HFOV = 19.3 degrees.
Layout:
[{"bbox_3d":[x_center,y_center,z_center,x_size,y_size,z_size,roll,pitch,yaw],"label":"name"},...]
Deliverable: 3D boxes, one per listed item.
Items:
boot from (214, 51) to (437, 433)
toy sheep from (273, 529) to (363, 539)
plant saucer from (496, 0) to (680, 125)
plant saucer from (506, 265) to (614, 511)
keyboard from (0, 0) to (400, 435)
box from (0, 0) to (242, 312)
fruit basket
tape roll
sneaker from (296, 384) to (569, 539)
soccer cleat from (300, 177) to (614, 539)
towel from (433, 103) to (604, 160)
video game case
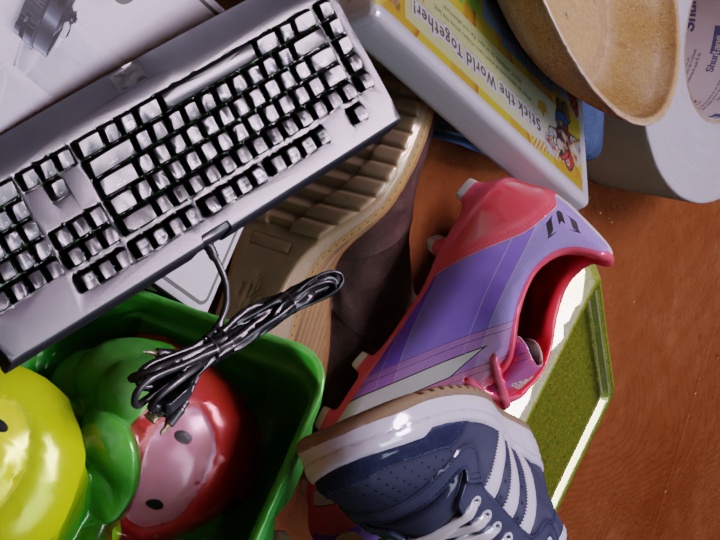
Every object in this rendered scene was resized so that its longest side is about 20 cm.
[{"bbox_3d":[0.000,0.000,1.013,0.200,0.072,0.166,-62,153,-1],"label":"boot"},{"bbox_3d":[-0.038,0.200,0.949,0.138,0.200,0.138,31,39,-29],"label":"toy sheep"},{"bbox_3d":[0.097,-0.162,1.007,0.200,0.035,0.201,35,47,-51],"label":"plant saucer"},{"bbox_3d":[0.083,0.084,1.131,0.200,0.048,0.200,-61,158,-22],"label":"plant saucer"},{"bbox_3d":[-0.060,-0.021,0.805,0.200,0.021,0.127,-34,105,-30],"label":"keyboard"},{"bbox_3d":[-0.113,-0.075,0.838,0.200,0.060,0.117,42,67,-52],"label":"box"},{"bbox_3d":[-0.119,0.096,0.827,0.216,0.155,0.216,18,90,-72],"label":"fruit basket"},{"bbox_3d":[0.186,-0.142,1.233,0.200,0.066,0.201,-21,116,-50],"label":"tape roll"},{"bbox_3d":[0.043,0.113,0.861,0.200,0.070,0.109,24,46,-66],"label":"sneaker"},{"bbox_3d":[0.041,0.052,0.967,0.067,0.076,0.200,13,108,-59],"label":"soccer cleat"},{"bbox_3d":[0.060,-0.118,1.077,0.200,0.048,0.112,11,83,-54],"label":"towel"},{"bbox_3d":[0.048,-0.145,0.973,0.200,0.023,0.182,36,46,-51],"label":"video game case"}]
